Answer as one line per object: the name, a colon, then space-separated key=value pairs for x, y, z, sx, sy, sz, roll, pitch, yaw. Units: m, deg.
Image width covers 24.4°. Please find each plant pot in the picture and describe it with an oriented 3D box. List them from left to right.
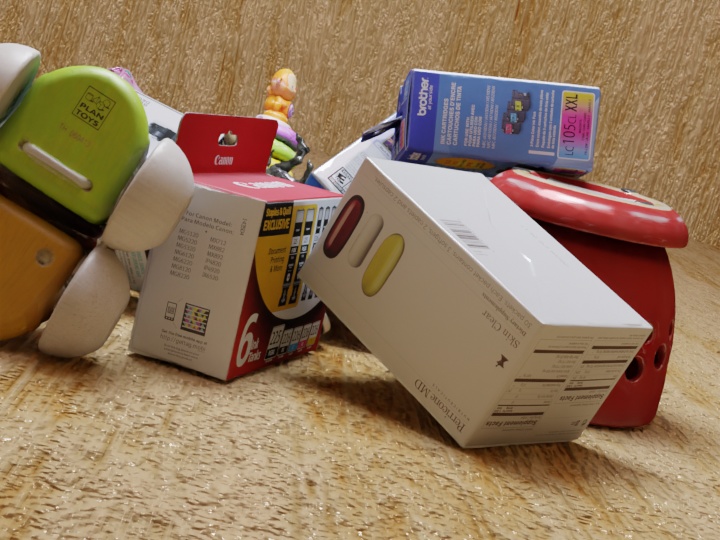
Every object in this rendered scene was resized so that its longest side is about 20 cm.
plant pot: x=0.172 y=0.018 z=1.404 sx=0.198 sy=0.184 sz=0.200 roll=12 pitch=10 yaw=-2

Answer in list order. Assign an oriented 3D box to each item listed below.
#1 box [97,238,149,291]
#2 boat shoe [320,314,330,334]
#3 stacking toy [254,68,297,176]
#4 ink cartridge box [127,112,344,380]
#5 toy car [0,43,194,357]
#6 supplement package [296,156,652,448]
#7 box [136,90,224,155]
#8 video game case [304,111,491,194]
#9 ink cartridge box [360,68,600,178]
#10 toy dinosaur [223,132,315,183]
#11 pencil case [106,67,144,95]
box: x=-0.233 y=-0.039 z=1.381 sx=0.198 sy=0.083 sz=0.049 roll=13 pitch=50 yaw=16
boat shoe: x=-0.113 y=0.019 z=1.414 sx=0.199 sy=0.063 sz=0.073 roll=28 pitch=-30 yaw=31
stacking toy: x=-0.107 y=-0.128 z=1.830 sx=0.109 sy=0.202 sz=0.116 roll=15 pitch=-12 yaw=20
ink cartridge box: x=-0.082 y=-0.023 z=1.257 sx=0.083 sy=0.177 sz=0.200 roll=15 pitch=9 yaw=16
toy car: x=-0.217 y=-0.047 z=1.150 sx=0.174 sy=0.201 sz=0.150 roll=32 pitch=1 yaw=-2
supplement package: x=0.083 y=0.023 z=1.231 sx=0.155 sy=0.111 sz=0.200 roll=4 pitch=34 yaw=-51
box: x=-0.218 y=-0.084 z=1.514 sx=0.116 sy=0.060 sz=0.200 roll=26 pitch=34 yaw=5
video game case: x=0.073 y=-0.053 z=1.564 sx=0.200 sy=0.046 sz=0.181 roll=47 pitch=56 yaw=8
ink cartridge box: x=0.101 y=-0.127 z=1.484 sx=0.198 sy=0.077 sz=0.136 roll=7 pitch=-4 yaw=-3
toy dinosaur: x=-0.088 y=-0.095 z=1.731 sx=0.047 sy=0.088 sz=0.201 roll=50 pitch=10 yaw=-51
pencil case: x=-0.209 y=-0.112 z=1.688 sx=0.200 sy=0.087 sz=0.087 roll=49 pitch=-8 yaw=-24
